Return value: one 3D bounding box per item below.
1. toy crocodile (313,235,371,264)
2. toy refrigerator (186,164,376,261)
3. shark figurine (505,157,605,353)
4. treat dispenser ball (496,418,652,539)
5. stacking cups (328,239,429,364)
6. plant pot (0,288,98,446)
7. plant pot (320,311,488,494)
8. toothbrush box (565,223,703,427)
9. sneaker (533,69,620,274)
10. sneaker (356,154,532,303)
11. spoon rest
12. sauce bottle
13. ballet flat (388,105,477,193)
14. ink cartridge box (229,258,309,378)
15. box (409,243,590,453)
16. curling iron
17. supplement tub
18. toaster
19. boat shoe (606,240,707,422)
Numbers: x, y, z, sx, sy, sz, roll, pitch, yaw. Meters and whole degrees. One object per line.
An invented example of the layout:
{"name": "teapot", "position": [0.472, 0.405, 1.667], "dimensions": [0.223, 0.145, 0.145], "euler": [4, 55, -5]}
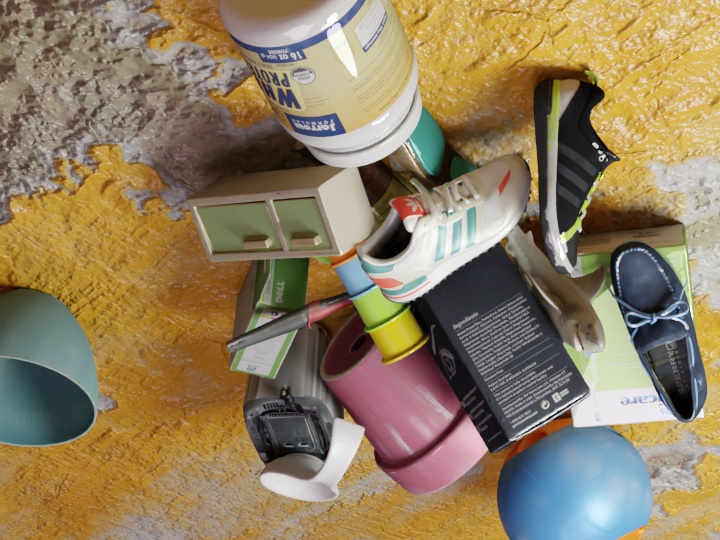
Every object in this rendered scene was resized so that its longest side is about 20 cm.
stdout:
{"name": "toy crocodile", "position": [0.003, -0.036, 1.718], "dimensions": [0.199, 0.062, 0.068], "euler": [16, 101, -14]}
{"name": "toy refrigerator", "position": [-0.086, -0.057, 1.611], "dimensions": [0.199, 0.070, 0.076], "euler": [-2, 115, 42]}
{"name": "shark figurine", "position": [0.210, -0.002, 1.640], "dimensions": [0.089, 0.215, 0.128], "euler": [-28, 162, -6]}
{"name": "treat dispenser ball", "position": [0.275, 0.291, 2.008], "dimensions": [0.199, 0.202, 0.202], "euler": [3, 144, 2]}
{"name": "stacking cups", "position": [0.000, 0.000, 1.666], "dimensions": [0.060, 0.060, 0.201], "euler": [-26, 96, 34]}
{"name": "plant pot", "position": [-0.407, 0.103, 1.875], "dimensions": [0.198, 0.136, 0.201], "euler": [2, 143, 2]}
{"name": "plant pot", "position": [0.058, 0.132, 1.842], "dimensions": [0.179, 0.201, 0.200], "euler": [42, 131, -19]}
{"name": "toothbrush box", "position": [0.295, 0.061, 1.715], "dimensions": [0.144, 0.086, 0.202], "euler": [-6, 105, 13]}
{"name": "sneaker", "position": [0.215, -0.095, 1.533], "dimensions": [0.082, 0.072, 0.202], "euler": [-3, 102, 7]}
{"name": "sneaker", "position": [0.081, -0.053, 1.558], "dimensions": [0.199, 0.071, 0.093], "euler": [-39, 141, 9]}
{"name": "spoon rest", "position": [-0.056, 0.239, 1.857], "dimensions": [0.099, 0.061, 0.200], "euler": [20, 147, -14]}
{"name": "sauce bottle", "position": [0.015, -0.081, 1.636], "dimensions": [0.200, 0.066, 0.066], "euler": [42, 131, -21]}
{"name": "ballet flat", "position": [0.068, -0.108, 1.608], "dimensions": [0.065, 0.071, 0.200], "euler": [-11, 139, 36]}
{"name": "ink cartridge box", "position": [-0.097, 0.025, 1.768], "dimensions": [0.059, 0.104, 0.200], "euler": [12, 142, -11]}
{"name": "box", "position": [0.142, 0.081, 1.673], "dimensions": [0.104, 0.201, 0.148], "euler": [-29, 172, -9]}
{"name": "curling iron", "position": [-0.050, 0.055, 1.699], "dimensions": [0.199, 0.026, 0.050], "euler": [-18, 127, -12]}
{"name": "supplement tub", "position": [-0.031, -0.203, 1.421], "dimensions": [0.143, 0.145, 0.200], "euler": [-10, 141, 18]}
{"name": "toaster", "position": [-0.081, 0.152, 1.914], "dimensions": [0.113, 0.130, 0.201], "euler": [-4, 143, 10]}
{"name": "boat shoe", "position": [0.321, 0.063, 1.628], "dimensions": [0.084, 0.069, 0.201], "euler": [-26, 99, 17]}
